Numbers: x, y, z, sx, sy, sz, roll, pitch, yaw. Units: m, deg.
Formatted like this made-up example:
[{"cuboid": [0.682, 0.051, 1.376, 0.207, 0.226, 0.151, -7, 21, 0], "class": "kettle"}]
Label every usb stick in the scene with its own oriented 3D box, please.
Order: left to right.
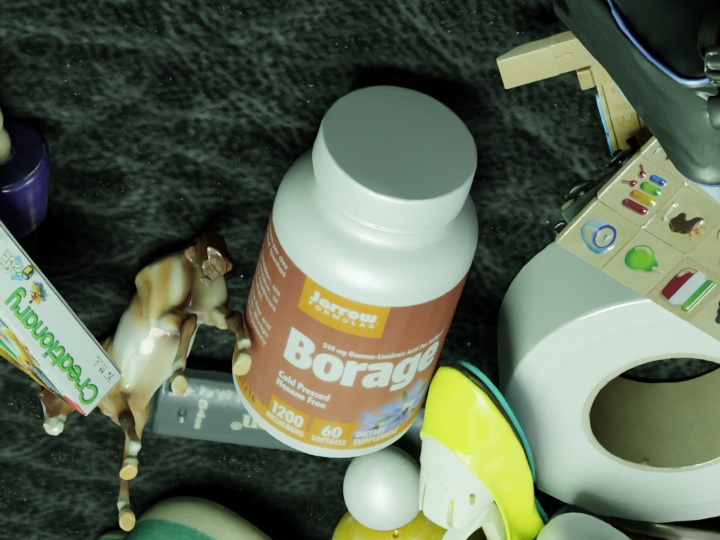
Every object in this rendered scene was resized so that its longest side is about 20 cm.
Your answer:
[{"cuboid": [-0.032, 0.086, 1.687, 0.199, 0.033, 0.056, 8, 138, -7], "class": "usb stick"}]

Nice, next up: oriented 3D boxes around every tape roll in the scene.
[{"cuboid": [0.177, 0.057, 1.626, 0.201, 0.071, 0.203, 0, 138, 0], "class": "tape roll"}]

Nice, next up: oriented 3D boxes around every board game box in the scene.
[{"cuboid": [-0.218, -0.014, 1.523, 0.035, 0.126, 0.200, -46, 132, -13], "class": "board game box"}]

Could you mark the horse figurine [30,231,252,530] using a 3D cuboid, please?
[{"cuboid": [-0.116, 0.047, 1.596, 0.050, 0.133, 0.200, 18, 123, -27], "class": "horse figurine"}]

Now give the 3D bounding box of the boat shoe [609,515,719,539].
[{"cuboid": [0.239, 0.183, 1.730, 0.199, 0.072, 0.068, 10, 105, -19], "class": "boat shoe"}]

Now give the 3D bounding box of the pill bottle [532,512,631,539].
[{"cuboid": [0.094, 0.246, 1.638, 0.112, 0.113, 0.200, 29, 112, -28], "class": "pill bottle"}]

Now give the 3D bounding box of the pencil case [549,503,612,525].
[{"cuboid": [0.198, 0.216, 1.789, 0.199, 0.083, 0.091, 28, 112, -27], "class": "pencil case"}]

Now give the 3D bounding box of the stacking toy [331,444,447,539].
[{"cuboid": [0.025, 0.178, 1.718, 0.145, 0.147, 0.201, -6, 129, 7], "class": "stacking toy"}]

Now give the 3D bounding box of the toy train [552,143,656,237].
[{"cuboid": [0.184, -0.075, 1.482, 0.200, 0.034, 0.046, -36, 164, 16], "class": "toy train"}]

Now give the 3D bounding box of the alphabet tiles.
[{"cuboid": [0.225, -0.048, 1.477, 0.167, 0.008, 0.200, 29, 116, -30], "class": "alphabet tiles"}]

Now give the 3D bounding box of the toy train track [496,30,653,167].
[{"cuboid": [0.134, -0.102, 1.487, 0.114, 0.033, 0.200, -15, 141, 6], "class": "toy train track"}]

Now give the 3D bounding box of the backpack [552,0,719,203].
[{"cuboid": [0.200, -0.135, 1.334, 0.190, 0.200, 0.154, -29, 142, -5], "class": "backpack"}]

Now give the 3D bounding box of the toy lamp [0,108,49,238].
[{"cuboid": [-0.200, -0.096, 1.474, 0.058, 0.058, 0.201, -4, 138, 5], "class": "toy lamp"}]

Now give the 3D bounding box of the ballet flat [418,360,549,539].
[{"cuboid": [0.066, 0.128, 1.615, 0.067, 0.067, 0.200, -45, 148, -15], "class": "ballet flat"}]

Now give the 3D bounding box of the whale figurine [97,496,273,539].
[{"cuboid": [-0.111, 0.228, 1.778, 0.159, 0.104, 0.200, 37, 145, 2], "class": "whale figurine"}]

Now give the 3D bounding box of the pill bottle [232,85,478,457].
[{"cuboid": [0.000, 0.000, 1.535, 0.112, 0.113, 0.201, 8, 137, -8], "class": "pill bottle"}]
